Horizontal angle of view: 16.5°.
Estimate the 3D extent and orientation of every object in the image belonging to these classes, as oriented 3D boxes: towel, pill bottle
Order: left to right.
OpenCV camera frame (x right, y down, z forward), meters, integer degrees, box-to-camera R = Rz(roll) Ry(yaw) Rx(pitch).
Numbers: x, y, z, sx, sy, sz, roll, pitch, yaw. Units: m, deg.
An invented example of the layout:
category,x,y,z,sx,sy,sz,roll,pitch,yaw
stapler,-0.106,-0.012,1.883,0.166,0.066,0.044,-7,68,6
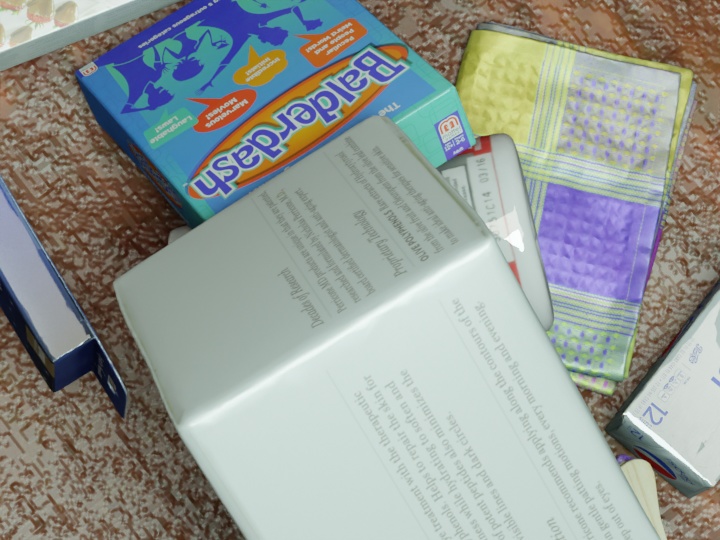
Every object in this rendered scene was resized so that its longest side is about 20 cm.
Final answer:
category,x,y,z,sx,sy,sz,roll,pitch,yaw
pill bottle,0.000,0.000,1.376,0.199,0.114,0.115,-13,81,5
towel,0.111,-0.041,1.455,0.143,0.023,0.201,16,78,-4

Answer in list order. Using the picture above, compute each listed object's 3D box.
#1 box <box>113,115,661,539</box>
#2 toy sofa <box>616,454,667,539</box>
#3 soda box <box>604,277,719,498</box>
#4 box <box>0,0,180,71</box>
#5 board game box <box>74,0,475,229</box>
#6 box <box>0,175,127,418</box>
category,x,y,z,sx,sy,sz,roll,pitch,yaw
box,0.009,0.070,1.222,0.171,0.200,0.200,-32,115,-3
toy sofa,0.132,0.206,1.373,0.097,0.083,0.201,-19,88,-18
soda box,0.229,0.033,1.433,0.068,0.063,0.200,38,78,3
box,-0.165,-0.157,1.438,0.199,0.041,0.039,-23,83,-9
board game box,-0.051,-0.091,1.373,0.152,0.045,0.200,-33,41,-11
box,-0.191,-0.004,1.366,0.032,0.121,0.201,-31,84,-11
